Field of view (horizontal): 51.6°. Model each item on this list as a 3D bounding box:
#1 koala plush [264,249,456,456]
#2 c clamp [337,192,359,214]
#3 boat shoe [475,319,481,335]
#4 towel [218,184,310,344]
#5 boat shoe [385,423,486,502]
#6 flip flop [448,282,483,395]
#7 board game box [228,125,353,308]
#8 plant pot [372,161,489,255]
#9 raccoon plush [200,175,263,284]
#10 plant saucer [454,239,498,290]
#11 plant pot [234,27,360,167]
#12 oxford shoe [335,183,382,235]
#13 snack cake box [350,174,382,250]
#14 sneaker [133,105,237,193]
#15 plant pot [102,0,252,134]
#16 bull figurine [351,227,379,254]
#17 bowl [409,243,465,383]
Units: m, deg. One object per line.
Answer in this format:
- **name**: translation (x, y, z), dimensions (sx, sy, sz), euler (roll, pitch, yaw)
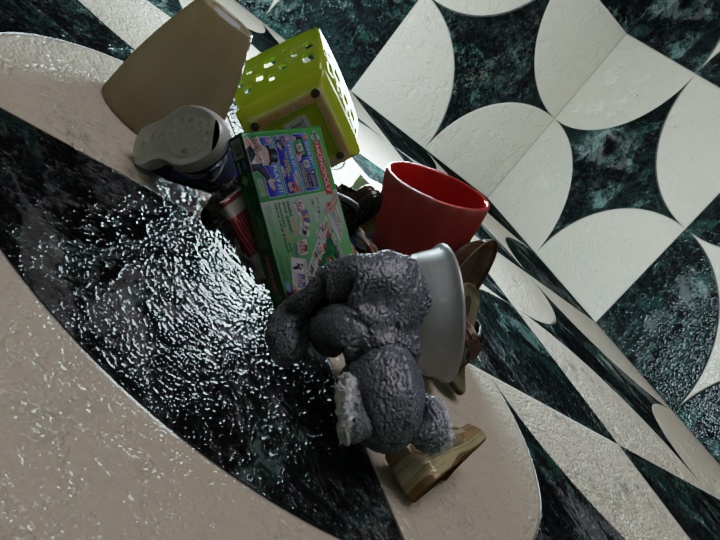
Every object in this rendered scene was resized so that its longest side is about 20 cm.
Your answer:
- **koala plush**: translation (0.013, 0.102, 0.793), dimensions (0.175, 0.184, 0.203), euler (21, 37, -33)
- **c clamp**: translation (-0.095, -0.117, 1.080), dimensions (0.195, 0.028, 0.171), euler (19, -9, 0)
- **boat shoe**: translation (0.162, 0.111, 1.278), dimensions (0.070, 0.072, 0.200), euler (45, 18, 13)
- **towel**: translation (-0.082, -0.028, 0.925), dimensions (0.144, 0.022, 0.203), euler (-46, 113, -44)
- **boat shoe**: translation (0.092, 0.205, 0.872), dimensions (0.065, 0.072, 0.199), euler (47, 18, 18)
- **flip flop**: translation (0.168, 0.101, 1.182), dimensions (0.081, 0.057, 0.203), euler (51, 43, -32)
- **board game box**: translation (-0.076, -0.069, 0.905), dimensions (0.133, 0.029, 0.205), euler (-15, 91, -48)
- **plant pot**: translation (0.109, -0.070, 1.315), dimensions (0.196, 0.181, 0.201), euler (17, 22, -7)
- **raccoon plush**: translation (-0.125, -0.058, 1.011), dimensions (0.135, 0.096, 0.200), euler (51, 19, 5)
- **plant saucer**: translation (0.165, 0.022, 1.292), dimensions (0.036, 0.203, 0.199), euler (36, 13, 21)
- **plant pot**: translation (-0.112, -0.274, 1.322), dimensions (0.183, 0.195, 0.202), euler (-105, 170, -52)
- **oxford shoe**: translation (-0.027, -0.104, 1.205), dimensions (0.072, 0.199, 0.086), euler (-24, 87, -27)
- **snack cake box**: translation (0.035, -0.098, 1.439), dimensions (0.067, 0.116, 0.198), euler (46, 17, 30)
- **sneaker**: translation (-0.189, -0.149, 0.970), dimensions (0.197, 0.083, 0.145), euler (1, -10, 44)
- **plant pot**: translation (-0.254, -0.300, 1.122), dimensions (0.186, 0.201, 0.188), euler (38, 16, -13)
- **bull figurine**: translation (0.000, 0.000, 1.181), dimensions (0.123, 0.065, 0.200), euler (57, 15, 5)
- **bowl**: translation (0.081, 0.062, 1.083), dimensions (0.088, 0.206, 0.202), euler (0, 29, -12)
